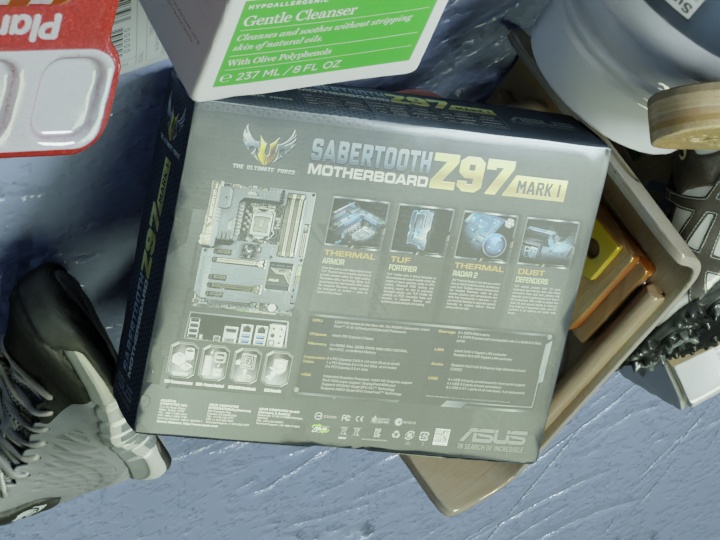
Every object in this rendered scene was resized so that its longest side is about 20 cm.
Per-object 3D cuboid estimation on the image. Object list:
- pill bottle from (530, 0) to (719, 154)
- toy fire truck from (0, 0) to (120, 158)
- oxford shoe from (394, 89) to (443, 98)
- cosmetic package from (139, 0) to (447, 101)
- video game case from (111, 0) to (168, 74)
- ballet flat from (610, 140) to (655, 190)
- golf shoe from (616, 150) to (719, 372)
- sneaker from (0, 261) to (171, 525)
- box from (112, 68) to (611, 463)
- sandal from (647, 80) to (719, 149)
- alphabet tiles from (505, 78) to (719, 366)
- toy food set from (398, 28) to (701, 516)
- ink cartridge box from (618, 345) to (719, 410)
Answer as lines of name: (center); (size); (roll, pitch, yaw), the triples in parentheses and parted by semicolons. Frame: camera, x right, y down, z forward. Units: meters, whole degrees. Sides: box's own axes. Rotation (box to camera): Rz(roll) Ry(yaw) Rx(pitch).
pill bottle: (0.168, -0.151, 1.144); (0.119, 0.120, 0.200); (-1, 141, -44)
toy fire truck: (-0.157, -0.106, 0.848); (0.199, 0.112, 0.169); (-7, 125, -37)
oxford shoe: (-0.030, -0.017, 1.245); (0.200, 0.071, 0.074); (-38, 177, 11)
cosmetic package: (-0.007, -0.163, 0.938); (0.107, 0.085, 0.200); (-11, 147, -29)
video game case: (-0.037, -0.165, 1.018); (0.181, 0.022, 0.200); (-21, 150, -19)
ballet flat: (0.150, -0.081, 1.303); (0.064, 0.076, 0.200); (23, 113, -46)
golf shoe: (0.178, -0.027, 1.241); (0.078, 0.095, 0.200); (-7, 151, -46)
sneaker: (-0.163, 0.075, 1.236); (0.115, 0.075, 0.200); (-26, 153, -4)
box: (0.000, 0.000, 1.161); (0.199, 0.051, 0.159); (5, 110, -20)
sandal: (0.230, -0.046, 1.122); (0.210, 0.070, 0.078); (-3, 172, -6)
alphabet tiles: (0.168, -0.048, 1.269); (0.199, 0.167, 0.006); (-28, -166, 23)
toy food set: (0.061, 0.003, 1.256); (0.060, 0.144, 0.200); (-11, 148, -48)
ink cartridge box: (0.225, -0.014, 1.394); (0.199, 0.088, 0.145); (-29, -171, -5)
